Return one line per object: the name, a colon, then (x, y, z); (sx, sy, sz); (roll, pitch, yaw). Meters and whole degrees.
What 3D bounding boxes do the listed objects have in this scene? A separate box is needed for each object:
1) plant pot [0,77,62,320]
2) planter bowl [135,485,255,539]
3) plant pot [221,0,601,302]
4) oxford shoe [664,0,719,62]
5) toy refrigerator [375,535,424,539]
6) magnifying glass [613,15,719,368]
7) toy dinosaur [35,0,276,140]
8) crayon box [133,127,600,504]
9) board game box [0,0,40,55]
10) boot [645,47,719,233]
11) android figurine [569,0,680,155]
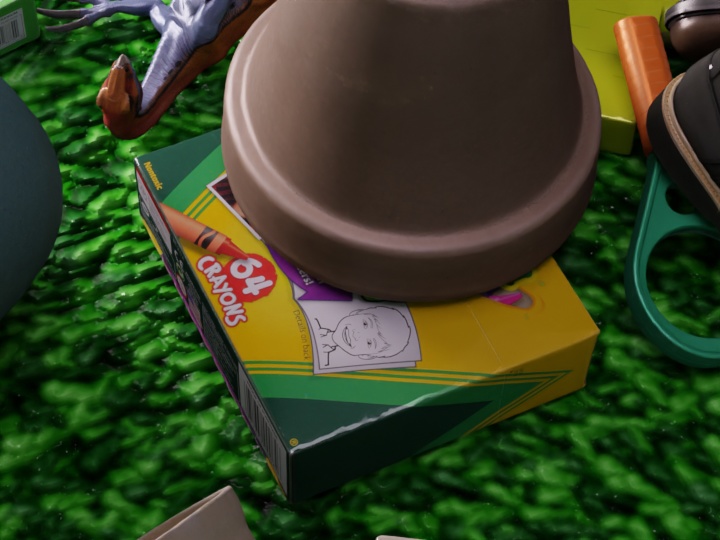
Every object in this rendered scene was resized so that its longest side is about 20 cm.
plant pot: (-0.230, -0.037, 1.150); (0.135, 0.200, 0.200); (-5, 47, -48)
planter bowl: (-0.104, 0.202, 0.986); (0.200, 0.200, 0.135); (-33, 89, -22)
plant pot: (0.031, -0.114, 1.132); (0.200, 0.175, 0.200); (3, 52, -3)
oxford shoe: (0.257, -0.096, 1.242); (0.200, 0.073, 0.085); (19, 77, 0)
toy refrigerator: (0.028, 0.227, 1.026); (0.070, 0.076, 0.200); (6, 55, 3)
magnifying glass: (0.168, -0.044, 1.221); (0.079, 0.022, 0.200); (-5, 71, -15)
toy dinosaur: (-0.078, -0.150, 1.279); (0.200, 0.105, 0.182); (13, 76, -7)
crayon box: (0.000, 0.000, 1.189); (0.172, 0.058, 0.200); (-21, 59, -15)
board game box: (-0.301, -0.177, 1.314); (0.153, 0.040, 0.200); (-30, 62, -20)
boot: (0.242, -0.041, 1.151); (0.200, 0.138, 0.077); (46, 58, 4)
android figurine: (0.105, -0.135, 1.297); (0.200, 0.041, 0.182); (15, 57, 6)
